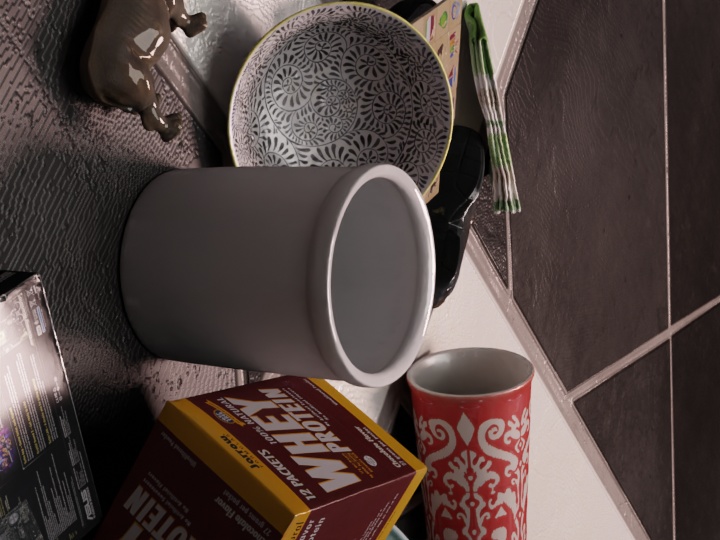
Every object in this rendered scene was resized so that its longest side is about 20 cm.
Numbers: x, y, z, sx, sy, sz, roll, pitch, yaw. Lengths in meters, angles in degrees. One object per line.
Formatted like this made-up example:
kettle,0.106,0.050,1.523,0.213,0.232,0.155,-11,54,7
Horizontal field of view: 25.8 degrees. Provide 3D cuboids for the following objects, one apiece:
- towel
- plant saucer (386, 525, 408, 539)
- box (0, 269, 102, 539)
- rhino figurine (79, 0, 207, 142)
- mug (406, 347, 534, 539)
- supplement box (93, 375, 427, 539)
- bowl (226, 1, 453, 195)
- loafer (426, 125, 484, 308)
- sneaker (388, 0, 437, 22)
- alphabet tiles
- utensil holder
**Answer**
towel,0.137,-0.175,1.702,0.149,0.030,0.202,-91,169,-68
plant saucer,-0.017,0.276,1.375,0.200,0.199,0.028,-47,173,-48
box,-0.259,0.123,1.066,0.160,0.043,0.202,-41,127,-51
rhino figurine,-0.162,-0.205,1.191,0.087,0.059,0.202,29,64,-46
mug,0.131,0.192,1.669,0.177,0.132,0.202,-30,121,-54
supplement box,-0.087,0.202,1.203,0.199,0.132,0.198,-7,131,-60
bowl,-0.027,-0.138,1.366,0.198,0.094,0.203,-5,108,-15
loafer,0.085,-0.056,1.639,0.072,0.072,0.202,86,19,-65
sneaker,0.043,-0.161,1.553,0.115,0.074,0.202,44,61,-61
alphabet tiles,0.059,-0.149,1.495,0.167,0.007,0.202,-44,142,-55
utensil holder,-0.065,0.001,1.237,0.169,0.198,0.172,-6,97,-60
